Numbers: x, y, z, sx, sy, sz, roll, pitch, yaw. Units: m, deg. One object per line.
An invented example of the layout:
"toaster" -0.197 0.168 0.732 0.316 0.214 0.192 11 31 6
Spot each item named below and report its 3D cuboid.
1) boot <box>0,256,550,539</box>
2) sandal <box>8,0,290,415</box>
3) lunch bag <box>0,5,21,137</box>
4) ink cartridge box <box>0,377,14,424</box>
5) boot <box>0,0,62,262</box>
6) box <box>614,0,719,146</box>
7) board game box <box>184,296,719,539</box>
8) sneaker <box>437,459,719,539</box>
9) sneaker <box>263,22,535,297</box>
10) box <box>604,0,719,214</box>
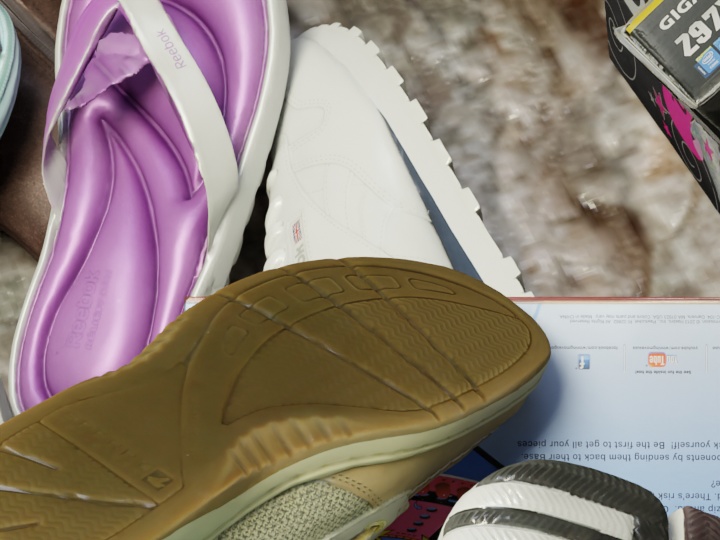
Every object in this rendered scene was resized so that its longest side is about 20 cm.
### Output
"boot" -0.038 0.090 0.781 0.072 0.155 0.200 35 42 31
"sandal" -0.070 -0.039 0.916 0.082 0.050 0.203 0 74 21
"lunch bag" -0.207 -0.027 0.930 0.160 0.077 0.200 23 81 28
"ink cartridge box" -0.181 0.095 0.802 0.199 0.147 0.083 -20 48 -7
"boot" -0.094 -0.092 1.022 0.166 0.072 0.200 32 63 21
"box" 0.192 -0.086 0.838 0.200 0.160 0.049 -44 44 7
"board game box" 0.049 0.059 0.827 0.199 0.019 0.103 0 88 5
"sneaker" 0.092 0.117 0.782 0.200 0.116 0.076 23 52 -15
"sneaker" 0.000 0.000 0.909 0.080 0.076 0.200 -28 47 -1
"box" 0.145 -0.127 0.903 0.132 0.200 0.115 -21 46 -8
